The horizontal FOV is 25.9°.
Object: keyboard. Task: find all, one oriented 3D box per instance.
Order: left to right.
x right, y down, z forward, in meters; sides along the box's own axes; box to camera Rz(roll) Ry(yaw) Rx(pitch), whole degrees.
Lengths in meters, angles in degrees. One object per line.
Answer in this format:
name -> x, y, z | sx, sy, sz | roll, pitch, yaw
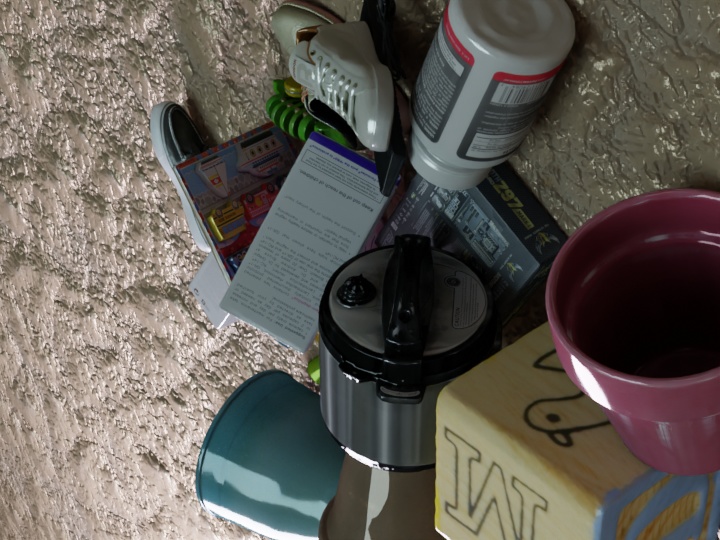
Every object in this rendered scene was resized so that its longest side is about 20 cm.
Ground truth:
keyboard -> 0.023, -0.183, 1.479 | 0.127, 0.021, 0.200 | 105, 160, -57

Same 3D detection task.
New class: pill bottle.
pill bottle -> 0.106, -0.160, 1.377 | 0.111, 0.111, 0.200 | 50, 148, 18

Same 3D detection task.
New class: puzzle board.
puzzle board -> -0.109, -0.073, 1.699 | 0.017, 0.200, 0.151 | -21, 97, 35

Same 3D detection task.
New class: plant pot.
plant pot -> -0.067, 0.247, 1.911 | 0.188, 0.200, 0.200 | 23, 134, 30
plant pot -> 0.047, 0.245, 1.718 | 0.200, 0.200, 0.175 | 30, 136, 41
plant pot -> 0.261, 0.065, 1.271 | 0.200, 0.200, 0.179 | 33, 156, 39

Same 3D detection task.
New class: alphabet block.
alphabet block -> 0.202, 0.187, 1.442 | 0.200, 0.195, 0.197 | 34, 139, 36

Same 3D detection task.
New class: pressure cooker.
pressure cooker -> 0.044, 0.073, 1.496 | 0.176, 0.178, 0.200 | 40, 145, 36

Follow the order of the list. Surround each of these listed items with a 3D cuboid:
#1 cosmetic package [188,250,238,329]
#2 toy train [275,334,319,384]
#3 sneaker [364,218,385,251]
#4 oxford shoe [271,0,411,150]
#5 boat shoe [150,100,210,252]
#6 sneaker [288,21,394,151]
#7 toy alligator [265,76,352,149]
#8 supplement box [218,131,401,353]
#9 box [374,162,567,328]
cosmetic package -> -0.124, -0.013, 1.856 | 0.074, 0.102, 0.200 | 56, 151, 8
toy train -> -0.015, 0.091, 1.755 | 0.200, 0.085, 0.116 | 51, 122, 17
sneaker -> 0.000, 0.000, 1.693 | 0.200, 0.087, 0.075 | 54, 151, 14
oxford shoe -> -0.035, -0.201, 1.591 | 0.200, 0.074, 0.071 | 46, 146, 24
boat shoe -> -0.195, -0.117, 1.921 | 0.057, 0.069, 0.200 | -7, 112, 38
sneaker -> -0.020, -0.167, 1.438 | 0.200, 0.084, 0.073 | -110, 23, -56
toy alligator -> -0.043, -0.152, 1.663 | 0.200, 0.054, 0.059 | 36, 142, 36
supplement box -> -0.049, -0.028, 1.573 | 0.103, 0.200, 0.101 | 27, -178, 0
box -> 0.106, -0.026, 1.546 | 0.158, 0.051, 0.200 | 52, 148, 14
